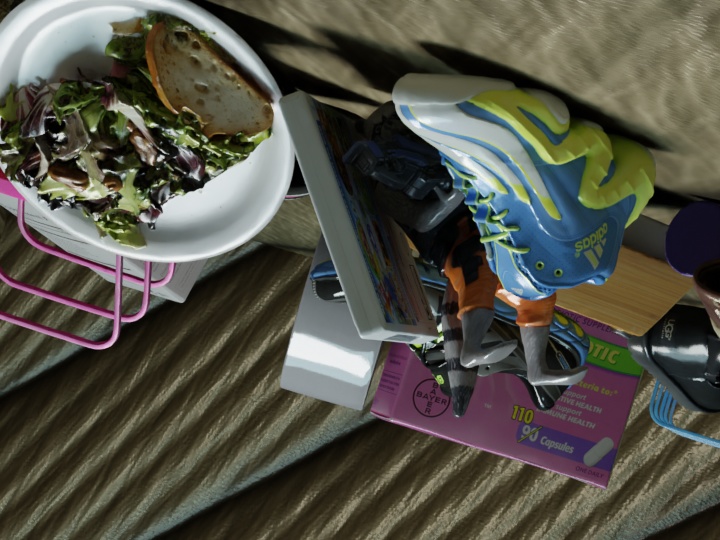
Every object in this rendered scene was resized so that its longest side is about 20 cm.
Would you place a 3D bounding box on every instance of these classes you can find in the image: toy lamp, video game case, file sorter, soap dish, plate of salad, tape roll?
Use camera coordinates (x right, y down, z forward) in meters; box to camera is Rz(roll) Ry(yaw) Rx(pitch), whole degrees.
[{"bbox_3d":[0.280,0.004,1.597,0.058,0.059,0.200,15,173,44],"label":"toy lamp"},{"bbox_3d":[0.002,-0.027,1.416,0.018,0.144,0.200,-20,174,9],"label":"video game case"},{"bbox_3d":[0.419,0.141,2.757,0.138,0.123,0.200,17,178,16],"label":"file sorter"},{"bbox_3d":[-0.185,-0.052,1.699,0.138,0.126,0.200,17,-145,16],"label":"file sorter"},{"bbox_3d":[0.110,-0.026,1.612,0.199,0.082,0.157,21,-176,-19],"label":"soap dish"},{"bbox_3d":[-0.137,-0.080,1.415,0.199,0.201,0.048,17,-140,3],"label":"plate of salad"},{"bbox_3d":[0.000,0.000,1.754,0.066,0.201,0.200,17,177,2],"label":"tape roll"}]

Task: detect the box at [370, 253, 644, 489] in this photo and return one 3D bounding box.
[{"bbox_3d":[0.125,0.042,1.798,0.175,0.201,0.097,18,177,-9],"label":"box"}]

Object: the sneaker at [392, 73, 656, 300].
[{"bbox_3d":[0.090,-0.041,1.315,0.199,0.106,0.076,17,173,-41],"label":"sneaker"}]

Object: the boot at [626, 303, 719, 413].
[{"bbox_3d":[0.303,0.072,1.620,0.199,0.066,0.165,7,171,36],"label":"boot"}]

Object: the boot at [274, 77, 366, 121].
[{"bbox_3d":[-0.052,-0.102,1.544,0.173,0.070,0.200,19,-172,-32],"label":"boot"}]

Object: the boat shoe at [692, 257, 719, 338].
[{"bbox_3d":[0.297,0.014,1.454,0.199,0.072,0.072,3,151,35],"label":"boat shoe"}]

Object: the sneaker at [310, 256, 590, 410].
[{"bbox_3d":[0.058,0.041,1.623,0.199,0.083,0.071,21,-177,-9],"label":"sneaker"}]

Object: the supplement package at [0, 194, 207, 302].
[{"bbox_3d":[-0.216,-0.080,1.956,0.119,0.122,0.200,15,162,49],"label":"supplement package"}]

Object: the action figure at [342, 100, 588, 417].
[{"bbox_3d":[0.044,-0.021,1.413,0.105,0.194,0.199,-39,153,32],"label":"action figure"}]

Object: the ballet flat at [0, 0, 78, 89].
[{"bbox_3d":[-0.206,-0.146,1.456,0.199,0.076,0.068,17,180,4],"label":"ballet flat"}]

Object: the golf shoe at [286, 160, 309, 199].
[{"bbox_3d":[-0.109,-0.099,1.903,0.199,0.073,0.092,7,179,-40],"label":"golf shoe"}]
